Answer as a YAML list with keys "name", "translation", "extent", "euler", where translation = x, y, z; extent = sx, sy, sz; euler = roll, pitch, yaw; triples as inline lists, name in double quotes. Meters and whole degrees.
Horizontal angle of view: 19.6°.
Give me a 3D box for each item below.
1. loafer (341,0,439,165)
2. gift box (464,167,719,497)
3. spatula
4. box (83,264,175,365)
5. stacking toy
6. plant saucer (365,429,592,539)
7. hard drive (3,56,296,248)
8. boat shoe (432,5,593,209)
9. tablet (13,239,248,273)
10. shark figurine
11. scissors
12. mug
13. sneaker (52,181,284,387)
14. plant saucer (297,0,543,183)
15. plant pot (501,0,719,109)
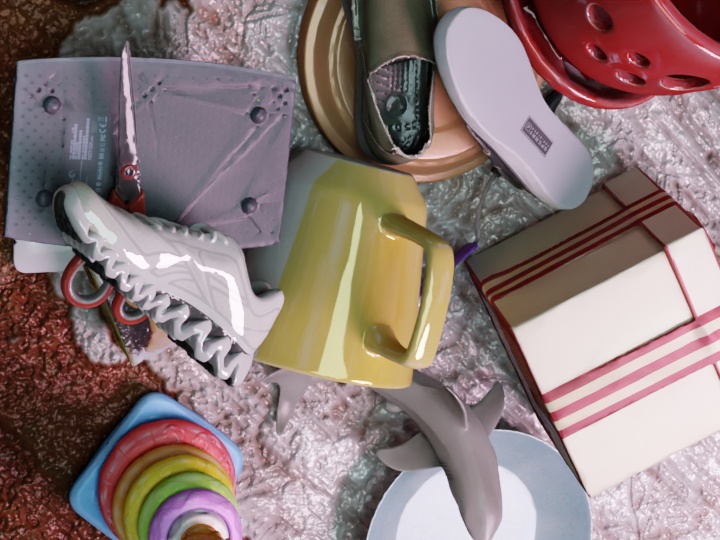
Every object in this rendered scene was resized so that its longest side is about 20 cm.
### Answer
- name: "loafer"
  translation: [0.030, -0.170, 1.505]
  extent: [0.075, 0.070, 0.202]
  euler: [-12, 109, -15]
- name: "gift box"
  translation: [0.211, 0.049, 1.613]
  extent: [0.186, 0.185, 0.201]
  euler: [-28, 116, 0]
- name: "spatula"
  translation: [0.101, -0.059, 1.613]
  extent: [0.020, 0.057, 0.201]
  euler: [32, 87, -6]
- name: "box"
  translation: [-0.175, -0.037, 1.503]
  extent: [0.075, 0.050, 0.201]
  euler: [-27, 112, -11]
- name: "stacking toy"
  translation: [-0.126, 0.182, 1.515]
  extent: [0.110, 0.200, 0.116]
  euler: [38, 90, -24]
- name: "plant saucer"
  translation: [0.091, 0.218, 1.691]
  extent: [0.199, 0.039, 0.203]
  euler: [-5, 107, -17]
- name: "hard drive"
  translation: [-0.148, -0.083, 1.448]
  extent: [0.198, 0.042, 0.136]
  euler: [1, 105, -20]
- name: "boat shoe"
  translation: [0.102, -0.117, 1.533]
  extent: [0.069, 0.056, 0.200]
  euler: [-53, 128, -17]
- name: "tablet"
  translation: [-0.157, -0.064, 1.536]
  extent: [0.198, 0.014, 0.131]
  euler: [-2, 106, -18]
- name: "shark figurine"
  translation: [0.038, 0.102, 1.600]
  extent: [0.213, 0.090, 0.129]
  euler: [30, 70, 1]
- name: "scissors"
  translation: [-0.153, -0.057, 1.422]
  extent: [0.073, 0.014, 0.202]
  euler: [9, 109, -22]
- name: "mug"
  translation: [-0.002, -0.001, 1.529]
  extent: [0.185, 0.149, 0.155]
  euler: [15, 95, 20]
- name: "sneaker"
  translation: [-0.130, -0.006, 1.411]
  extent: [0.081, 0.075, 0.200]
  euler: [-49, 128, -4]
- name: "plant saucer"
  translation: [0.051, -0.163, 1.570]
  extent: [0.198, 0.032, 0.202]
  euler: [-5, 107, -17]
- name: "plant pot"
  translation: [0.209, -0.221, 1.503]
  extent: [0.199, 0.182, 0.202]
  euler: [8, 75, -33]
